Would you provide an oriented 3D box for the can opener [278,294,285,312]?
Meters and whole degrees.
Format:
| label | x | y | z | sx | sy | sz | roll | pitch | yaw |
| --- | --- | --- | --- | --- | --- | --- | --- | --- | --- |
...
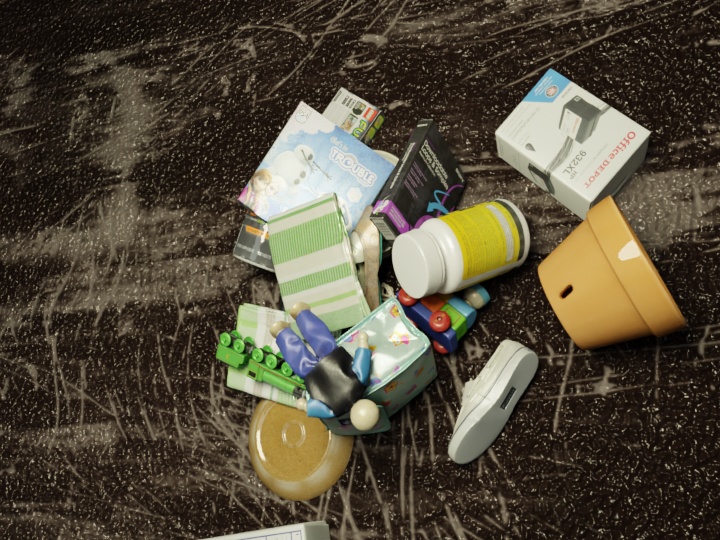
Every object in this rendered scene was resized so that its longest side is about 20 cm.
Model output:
| label | x | y | z | sx | sy | sz | roll | pitch | yaw |
| --- | --- | --- | --- | --- | --- | --- | --- | --- | --- |
| can opener | -0.135 | 0.102 | 1.084 | 0.062 | 0.078 | 0.204 | 30 | 87 | -14 |

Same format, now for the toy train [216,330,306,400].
| label | x | y | z | sx | sy | sz | roll | pitch | yaw |
| --- | --- | --- | --- | --- | --- | --- | --- | --- | --- |
| toy train | -0.156 | 0.155 | 1.003 | 0.195 | 0.041 | 0.058 | 21 | 102 | 24 |

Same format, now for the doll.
| label | x | y | z | sx | sy | sz | roll | pitch | yaw |
| --- | --- | --- | --- | --- | --- | --- | --- | --- | --- |
| doll | -0.041 | 0.132 | 0.834 | 0.136 | 0.049 | 0.201 | -40 | 62 | -3 |

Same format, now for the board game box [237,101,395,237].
| label | x | y | z | sx | sy | sz | roll | pitch | yaw |
| --- | --- | --- | --- | --- | --- | --- | --- | --- | --- |
| board game box | -0.073 | -0.142 | 1.029 | 0.197 | 0.043 | 0.202 | 33 | 84 | 6 |

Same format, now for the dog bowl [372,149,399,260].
| label | x | y | z | sx | sy | sz | roll | pitch | yaw |
| --- | --- | --- | --- | --- | --- | --- | --- | --- | --- |
| dog bowl | 0.014 | -0.104 | 1.083 | 0.193 | 0.074 | 0.207 | -6 | 71 | 17 |

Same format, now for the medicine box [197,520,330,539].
| label | x | y | z | sx | sy | sz | roll | pitch | yaw |
| --- | --- | --- | --- | --- | --- | --- | --- | --- | --- |
| medicine box | -0.144 | 0.493 | 0.926 | 0.194 | 0.103 | 0.188 | -14 | 68 | 15 |

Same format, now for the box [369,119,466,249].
| label | x | y | z | sx | sy | sz | roll | pitch | yaw |
| --- | --- | --- | --- | --- | --- | --- | --- | --- | --- |
| box | 0.099 | -0.119 | 0.996 | 0.035 | 0.143 | 0.204 | 4 | 58 | 41 |

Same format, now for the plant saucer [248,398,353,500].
| label | x | y | z | sx | sy | sz | roll | pitch | yaw |
| --- | --- | --- | --- | --- | --- | --- | --- | --- | --- |
| plant saucer | -0.108 | 0.274 | 1.022 | 0.193 | 0.035 | 0.207 | -6 | 71 | 18 |

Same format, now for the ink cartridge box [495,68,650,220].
| label | x | y | z | sx | sy | sz | roll | pitch | yaw |
| --- | --- | --- | --- | --- | --- | --- | --- | --- | --- |
| ink cartridge box | 0.339 | -0.203 | 0.993 | 0.145 | 0.084 | 0.200 | -46 | 64 | -1 |

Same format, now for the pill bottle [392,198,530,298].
| label | x | y | z | sx | sy | sz | roll | pitch | yaw |
| --- | --- | --- | --- | --- | --- | --- | --- | --- | --- |
| pill bottle | 0.153 | -0.032 | 0.938 | 0.195 | 0.115 | 0.116 | -17 | 62 | -27 |

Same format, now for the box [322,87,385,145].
| label | x | y | z | sx | sy | sz | roll | pitch | yaw |
| --- | --- | --- | --- | --- | --- | --- | --- | --- | --- |
| box | -0.051 | -0.239 | 1.171 | 0.109 | 0.035 | 0.202 | 34 | 86 | 25 |

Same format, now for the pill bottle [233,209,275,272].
| label | x | y | z | sx | sy | sz | roll | pitch | yaw |
| --- | --- | --- | --- | --- | --- | --- | --- | --- | --- |
| pill bottle | -0.151 | -0.106 | 1.107 | 0.104 | 0.106 | 0.206 | 18 | 89 | 23 |

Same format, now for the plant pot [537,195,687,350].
| label | x | y | z | sx | sy | sz | roll | pitch | yaw |
| --- | --- | --- | --- | --- | --- | --- | --- | --- | --- |
| plant pot | 0.345 | 0.018 | 0.871 | 0.138 | 0.198 | 0.205 | -31 | 64 | 24 |

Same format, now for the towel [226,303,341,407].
| label | x | y | z | sx | sy | sz | roll | pitch | yaw |
| --- | --- | --- | --- | --- | --- | --- | --- | --- | --- |
| towel | -0.132 | 0.143 | 1.025 | 0.194 | 0.031 | 0.155 | 9 | 85 | 22 |

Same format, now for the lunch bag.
| label | x | y | z | sx | sy | sz | roll | pitch | yaw |
| --- | --- | --- | --- | --- | --- | --- | --- | --- | --- |
| lunch bag | 0.014 | 0.165 | 0.929 | 0.199 | 0.171 | 0.122 | -39 | 64 | -9 |

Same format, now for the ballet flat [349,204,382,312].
| label | x | y | z | sx | sy | sz | roll | pitch | yaw |
| --- | --- | --- | --- | --- | --- | --- | --- | --- | --- |
| ballet flat | 0.000 | 0.000 | 0.982 | 0.065 | 0.068 | 0.207 | -9 | 107 | -20 |

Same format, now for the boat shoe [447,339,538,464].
| label | x | y | z | sx | sy | sz | roll | pitch | yaw |
| --- | --- | --- | --- | --- | --- | --- | --- | --- | --- |
| boat shoe | 0.188 | 0.195 | 0.934 | 0.203 | 0.070 | 0.069 | -57 | 37 | -1 |

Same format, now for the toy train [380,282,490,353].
| label | x | y | z | sx | sy | sz | roll | pitch | yaw |
| --- | --- | --- | --- | --- | --- | --- | --- | --- | --- |
| toy train | 0.109 | 0.031 | 1.009 | 0.115 | 0.086 | 0.199 | -41 | 56 | -15 |

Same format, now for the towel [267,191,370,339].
| label | x | y | z | sx | sy | sz | roll | pitch | yaw |
| --- | --- | --- | --- | --- | --- | --- | --- | --- | --- |
| towel | -0.070 | -0.003 | 0.966 | 0.149 | 0.023 | 0.207 | -15 | 91 | 28 |
